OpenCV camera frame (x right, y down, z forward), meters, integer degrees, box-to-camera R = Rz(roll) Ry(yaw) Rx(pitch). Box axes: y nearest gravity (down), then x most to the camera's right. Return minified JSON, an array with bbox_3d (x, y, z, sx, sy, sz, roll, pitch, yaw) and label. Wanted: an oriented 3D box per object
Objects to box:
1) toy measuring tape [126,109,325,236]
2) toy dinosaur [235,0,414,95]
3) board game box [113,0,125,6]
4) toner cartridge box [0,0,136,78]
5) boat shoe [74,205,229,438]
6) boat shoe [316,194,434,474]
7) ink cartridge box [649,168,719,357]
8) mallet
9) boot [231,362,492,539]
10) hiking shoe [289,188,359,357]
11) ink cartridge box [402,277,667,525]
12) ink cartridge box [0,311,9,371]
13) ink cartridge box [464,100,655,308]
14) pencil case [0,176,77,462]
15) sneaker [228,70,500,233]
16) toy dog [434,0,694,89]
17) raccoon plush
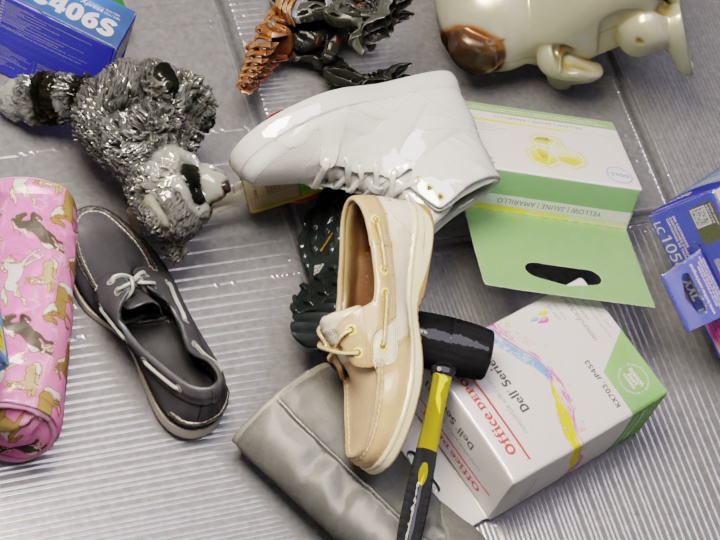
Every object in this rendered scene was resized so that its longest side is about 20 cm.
[{"bbox_3d":[-0.088,-0.078,1.597,0.199,0.074,0.074,-17,66,-8],"label":"toy measuring tape"},{"bbox_3d":[-0.028,-0.191,1.675,0.135,0.102,0.200,25,66,27],"label":"toy dinosaur"},{"bbox_3d":[-0.242,-0.280,1.642,0.030,0.095,0.201,-33,65,11],"label":"board game box"},{"bbox_3d":[-0.275,-0.199,1.582,0.199,0.095,0.043,26,55,-2],"label":"toner cartridge box"},{"bbox_3d":[-0.154,0.025,1.507,0.072,0.063,0.201,-23,68,-25],"label":"boat shoe"},{"bbox_3d":[0.002,0.041,1.460,0.069,0.074,0.202,16,67,-27],"label":"boat shoe"},{"bbox_3d":[0.318,-0.019,1.634,0.200,0.076,0.137,-31,95,-41],"label":"ink cartridge box"},{"bbox_3d":[0.038,0.118,1.456,0.065,0.041,0.201,21,61,0],"label":"mallet"},{"bbox_3d":[-0.015,0.180,1.457,0.200,0.073,0.182,46,50,6],"label":"boot"},{"bbox_3d":[0.000,0.000,1.581,0.087,0.074,0.201,42,42,-28],"label":"hiking shoe"},{"bbox_3d":[0.116,0.103,1.546,0.199,0.067,0.117,-27,71,-29],"label":"ink cartridge box"},{"bbox_3d":[-0.320,0.009,1.396,0.136,0.077,0.201,-27,42,6],"label":"ink cartridge box"},{"bbox_3d":[0.149,-0.056,1.623,0.144,0.048,0.201,7,33,-15],"label":"ink cartridge box"},{"bbox_3d":[-0.245,0.031,1.461,0.086,0.083,0.201,2,59,-2],"label":"pencil case"},{"bbox_3d":[0.011,-0.073,1.529,0.199,0.074,0.116,-18,69,-25],"label":"sneaker"},{"bbox_3d":[0.159,-0.218,1.692,0.199,0.194,0.141,-12,76,13],"label":"toy dog"},{"bbox_3d":[-0.185,-0.074,1.540,0.097,0.199,0.135,34,58,-51],"label":"raccoon plush"}]
